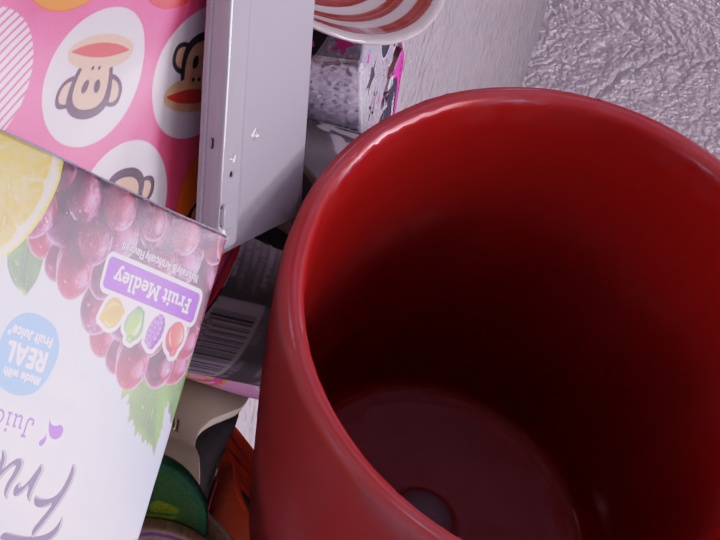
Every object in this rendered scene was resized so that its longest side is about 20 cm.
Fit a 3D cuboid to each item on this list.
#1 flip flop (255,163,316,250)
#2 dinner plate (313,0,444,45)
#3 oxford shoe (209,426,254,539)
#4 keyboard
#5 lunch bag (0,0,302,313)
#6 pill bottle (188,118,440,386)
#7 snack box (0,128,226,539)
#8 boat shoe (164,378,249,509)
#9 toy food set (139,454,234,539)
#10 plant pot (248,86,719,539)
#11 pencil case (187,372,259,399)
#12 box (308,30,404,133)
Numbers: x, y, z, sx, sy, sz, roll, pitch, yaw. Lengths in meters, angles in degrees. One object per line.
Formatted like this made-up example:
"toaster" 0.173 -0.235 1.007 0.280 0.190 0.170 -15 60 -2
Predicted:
"flip flop" -0.060 -0.087 0.812 0.200 0.057 0.081 55 -10 40
"dinner plate" -0.042 -0.168 0.836 0.024 0.200 0.200 -34 -163 32
"oxford shoe" -0.080 0.120 1.074 0.072 0.071 0.200 -37 -168 3
"keyboard" -0.029 -0.101 0.664 0.056 0.011 0.201 -36 136 -55
"lunch bag" -0.109 -0.036 0.657 0.199 0.082 0.177 -7 114 -54
"pill bottle" 0.000 0.000 0.914 0.114 0.199 0.115 -44 -140 53
"snack box" -0.124 0.029 0.545 0.200 0.053 0.143 25 81 -57
"boat shoe" -0.098 0.081 0.992 0.202 0.073 0.063 -76 -171 -64
"toy food set" -0.118 0.154 0.776 0.049 0.197 0.201 -120 -138 -75
"plant pot" 0.047 0.062 0.777 0.178 0.199 0.201 119 -7 -55
"pencil case" -0.045 0.019 1.000 0.088 0.199 0.088 -51 -150 46
"box" -0.049 -0.099 0.986 0.200 0.131 0.115 89 11 -67
